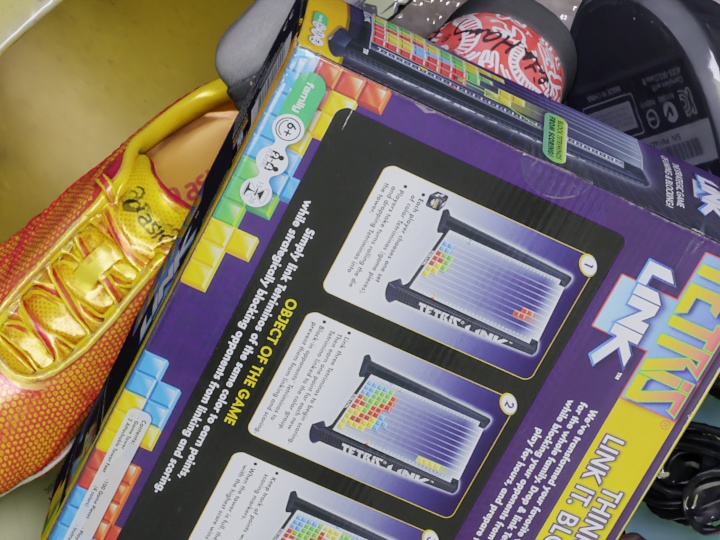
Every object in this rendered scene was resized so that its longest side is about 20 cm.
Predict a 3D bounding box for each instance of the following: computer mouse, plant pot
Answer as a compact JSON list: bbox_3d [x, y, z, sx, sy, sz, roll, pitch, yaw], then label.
[{"bbox_3d":[0.129,-0.010,1.028,0.138,0.053,0.201,-8,101,59],"label":"computer mouse"},{"bbox_3d":[-0.132,-0.093,1.040,0.142,0.200,0.200,46,112,20],"label":"plant pot"}]

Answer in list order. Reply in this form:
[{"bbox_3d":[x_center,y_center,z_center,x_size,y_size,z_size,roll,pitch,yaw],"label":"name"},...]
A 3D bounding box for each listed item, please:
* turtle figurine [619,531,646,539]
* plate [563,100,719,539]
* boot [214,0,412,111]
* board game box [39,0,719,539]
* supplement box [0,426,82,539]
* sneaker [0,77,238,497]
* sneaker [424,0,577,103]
[{"bbox_3d":[0.115,0.154,1.038,0.101,0.150,0.200,-29,72,-21],"label":"turtle figurine"},{"bbox_3d":[0.091,0.017,1.098,0.200,0.026,0.201,4,107,12],"label":"plate"},{"bbox_3d":[-0.005,-0.157,0.933,0.132,0.070,0.200,44,103,-4],"label":"boot"},{"bbox_3d":[0.013,0.034,0.938,0.165,0.057,0.200,24,114,-10],"label":"board game box"},{"bbox_3d":[-0.163,0.104,1.085,0.200,0.200,0.134,43,109,-2],"label":"supplement box"},{"bbox_3d":[-0.092,0.000,0.987,0.073,0.077,0.200,40,69,5],"label":"sneaker"},{"bbox_3d":[-0.001,-0.001,1.029,0.067,0.108,0.202,35,123,2],"label":"sneaker"}]
